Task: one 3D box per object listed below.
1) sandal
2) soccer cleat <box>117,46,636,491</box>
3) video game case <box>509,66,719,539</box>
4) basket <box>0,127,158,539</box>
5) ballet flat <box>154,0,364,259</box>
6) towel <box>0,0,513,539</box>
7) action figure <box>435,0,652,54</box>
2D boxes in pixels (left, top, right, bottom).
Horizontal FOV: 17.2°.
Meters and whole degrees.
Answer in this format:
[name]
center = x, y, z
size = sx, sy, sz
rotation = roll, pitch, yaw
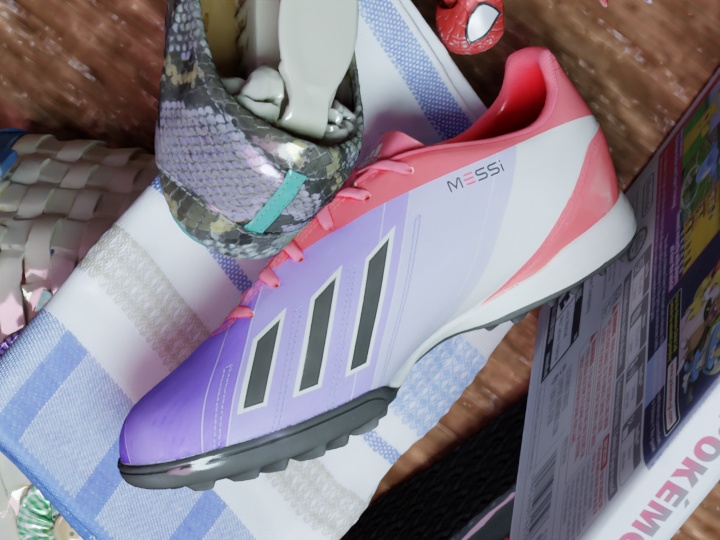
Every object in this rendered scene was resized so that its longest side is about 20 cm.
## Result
[sandal]
center = 0.048, 0.093, 0.856
size = 0.045, 0.075, 0.200
rotation = 40, 116, -20
[soccer cleat]
center = 0.000, 0.000, 0.729
size = 0.068, 0.199, 0.074
rotation = 4, 119, 56
[video game case]
center = 0.104, 0.002, 0.722
size = 0.023, 0.200, 0.183
rotation = 30, 119, -8
[basket]
center = -0.129, 0.035, 0.832
size = 0.199, 0.139, 0.177
rotation = -5, 114, 18
[ballet flat]
center = -0.025, -0.103, 0.719
size = 0.072, 0.201, 0.072
rotation = -2, 153, -1
[towel]
center = -0.020, 0.016, 0.770
size = 0.024, 0.200, 0.147
rotation = 20, 154, 52
[action figure]
center = 0.055, -0.159, 0.732
size = 0.098, 0.065, 0.201
rotation = 10, 118, 19
